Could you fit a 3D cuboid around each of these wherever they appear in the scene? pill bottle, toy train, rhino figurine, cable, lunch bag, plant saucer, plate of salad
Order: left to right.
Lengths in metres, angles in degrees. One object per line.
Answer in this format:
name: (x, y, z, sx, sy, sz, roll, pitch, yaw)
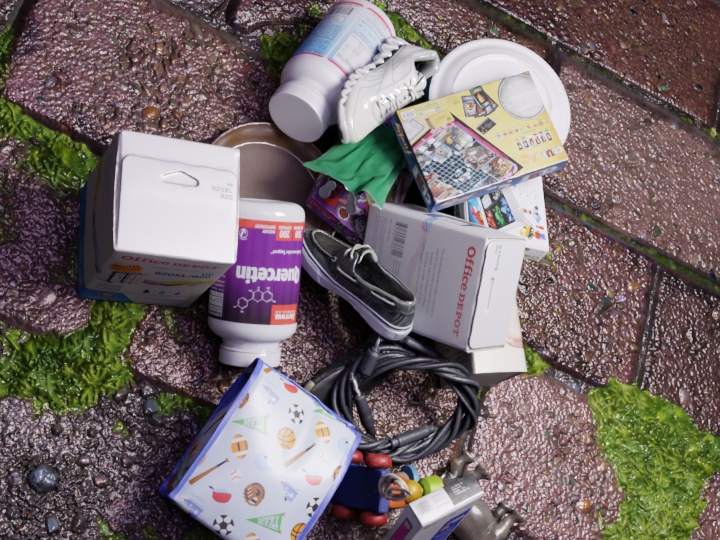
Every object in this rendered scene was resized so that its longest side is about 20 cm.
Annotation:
pill bottle: (-0.129, 0.014, 1.560, 0.112, 0.112, 0.202, 2, 96, -25)
lunch bag: (-0.115, 0.230, 1.510, 0.170, 0.124, 0.201, 37, 77, -12)
plant saucer: (-0.123, -0.096, 1.664, 0.199, 0.032, 0.202, 8, 70, -24)
pill bottle: (-0.039, -0.267, 1.702, 0.109, 0.109, 0.200, 40, 56, -9)
toy train: (0.054, 0.268, 1.540, 0.115, 0.200, 0.085, 8, 84, -30)
cable: (0.063, 0.174, 1.618, 0.199, 0.051, 0.164, 29, 96, -25)
rhino figurine: (0.166, 0.337, 1.646, 0.087, 0.060, 0.201, -38, 93, -10)
plate of salad: (0.186, -0.219, 1.714, 0.198, 0.048, 0.202, 4, 71, -12)

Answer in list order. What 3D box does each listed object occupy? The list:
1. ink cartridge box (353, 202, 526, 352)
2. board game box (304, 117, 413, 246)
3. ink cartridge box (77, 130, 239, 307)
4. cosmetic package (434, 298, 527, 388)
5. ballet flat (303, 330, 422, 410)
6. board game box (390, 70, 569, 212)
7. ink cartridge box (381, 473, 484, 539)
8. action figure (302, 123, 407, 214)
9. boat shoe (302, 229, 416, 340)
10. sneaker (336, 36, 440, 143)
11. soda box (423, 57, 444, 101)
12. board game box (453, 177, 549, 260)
ink cartridge box: (0.098, 0.006, 1.611, 0.087, 0.199, 0.147, -1, 105, -46)
board game box: (0.011, -0.129, 1.717, 0.120, 0.032, 0.201, 36, 55, -16)
ink cartridge box: (-0.242, -0.055, 1.498, 0.146, 0.200, 0.146, 6, 71, -23)
cosmetic package: (0.152, 0.050, 1.708, 0.087, 0.103, 0.202, 1, 75, -25)
ballet flat: (-0.003, 0.124, 1.650, 0.199, 0.057, 0.067, -32, 128, -27)
board game box: (0.155, -0.168, 1.646, 0.199, 0.035, 0.136, -18, 76, -18)
ink cartridge box: (0.075, 0.317, 1.541, 0.094, 0.201, 0.037, -21, 64, -29)
action figure: (0.016, -0.144, 1.664, 0.118, 0.055, 0.200, 34, 40, 8)
boat shoe: (0.000, 0.000, 1.596, 0.200, 0.071, 0.072, 40, 37, 22)
sneaker: (0.035, -0.235, 1.653, 0.081, 0.075, 0.200, 15, 50, 27)
soda box: (0.141, -0.195, 1.798, 0.064, 0.068, 0.202, -1, 75, -24)
board game box: (0.186, -0.117, 1.714, 0.125, 0.035, 0.201, 11, 58, -20)
